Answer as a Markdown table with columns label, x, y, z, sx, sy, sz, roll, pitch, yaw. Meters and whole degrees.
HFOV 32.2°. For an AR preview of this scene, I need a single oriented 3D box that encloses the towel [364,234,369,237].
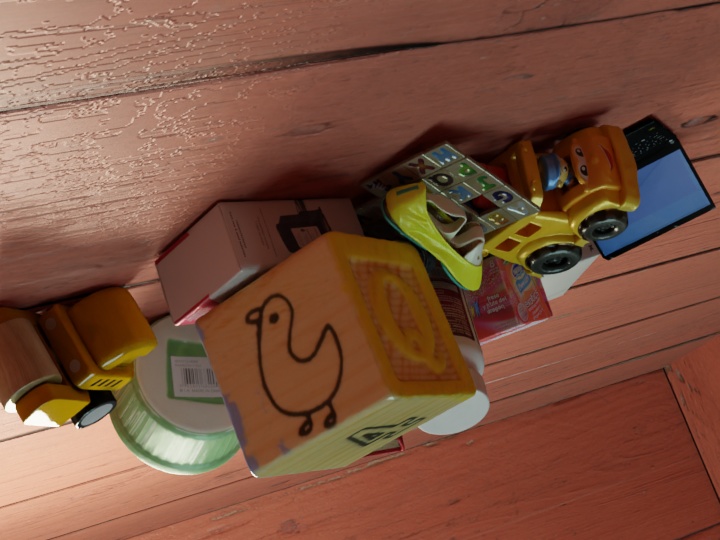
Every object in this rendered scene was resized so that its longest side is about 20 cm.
| label | x | y | z | sx | sy | sz | roll | pitch | yaw |
| --- | --- | --- | --- | --- | --- | --- | --- | --- | --- |
| towel | -0.072 | -0.003 | 1.607 | 0.198 | 0.023 | 0.143 | -27 | 163 | 16 |

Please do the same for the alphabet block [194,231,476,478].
| label | x | y | z | sx | sy | sz | roll | pitch | yaw |
| --- | --- | --- | --- | --- | --- | --- | --- | --- | --- |
| alphabet block | -0.025 | 0.094 | 1.357 | 0.199 | 0.197 | 0.195 | -33 | 162 | 26 |

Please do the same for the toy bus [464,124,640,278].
| label | x | y | z | sx | sy | sz | roll | pitch | yaw |
| --- | --- | --- | --- | --- | --- | --- | --- | --- | --- |
| toy bus | 0.206 | -0.096 | 1.499 | 0.190 | 0.138 | 0.200 | 12 | 147 | -34 |

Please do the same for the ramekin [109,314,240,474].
| label | x | y | z | sx | sy | sz | roll | pitch | yaw |
| --- | --- | --- | --- | --- | --- | --- | --- | --- | --- |
| ramekin | -0.222 | 0.153 | 1.621 | 0.198 | 0.202 | 0.098 | -11 | 156 | -31 |

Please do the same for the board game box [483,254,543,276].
| label | x | y | z | sx | sy | sz | roll | pitch | yaw |
| --- | --- | --- | --- | --- | --- | --- | --- | --- | --- |
| board game box | 0.141 | 0.008 | 1.768 | 0.199 | 0.106 | 0.102 | -31 | 162 | 35 |

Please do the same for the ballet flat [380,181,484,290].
| label | x | y | z | sx | sy | sz | roll | pitch | yaw |
| --- | --- | --- | --- | --- | --- | --- | --- | --- | --- |
| ballet flat | 0.103 | -0.040 | 1.431 | 0.067 | 0.067 | 0.200 | -29 | 136 | 23 |

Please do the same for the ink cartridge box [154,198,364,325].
| label | x | y | z | sx | sy | sz | roll | pitch | yaw |
| --- | --- | --- | --- | --- | --- | --- | --- | --- | --- |
| ink cartridge box | -0.108 | -0.011 | 1.413 | 0.198 | 0.085 | 0.144 | -5 | 158 | -44 |

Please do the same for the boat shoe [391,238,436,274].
| label | x | y | z | sx | sy | sz | roll | pitch | yaw |
| --- | --- | --- | --- | --- | --- | --- | --- | --- | --- |
| boat shoe | 0.000 | 0.000 | 1.501 | 0.198 | 0.075 | 0.060 | -15 | 174 | 35 |

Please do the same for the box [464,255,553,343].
| label | x | y | z | sx | sy | sz | roll | pitch | yaw |
| --- | --- | --- | --- | --- | --- | --- | --- | --- | --- |
| box | 0.138 | 0.054 | 1.643 | 0.198 | 0.096 | 0.102 | -24 | 169 | 36 |

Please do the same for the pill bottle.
| label | x | y | z | sx | sy | sz | roll | pitch | yaw |
| --- | --- | --- | --- | --- | --- | --- | --- | --- | --- |
| pill bottle | 0.087 | 0.087 | 1.495 | 0.108 | 0.202 | 0.110 | -8 | 140 | -7 |

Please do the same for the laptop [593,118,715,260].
| label | x | y | z | sx | sy | sz | roll | pitch | yaw |
| --- | --- | --- | --- | --- | --- | --- | --- | --- | --- |
| laptop | 0.361 | -0.104 | 1.685 | 0.176 | 0.105 | 0.199 | -28 | 163 | 22 |

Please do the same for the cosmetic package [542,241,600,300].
| label | x | y | z | sx | sy | sz | roll | pitch | yaw |
| --- | --- | --- | --- | --- | --- | --- | --- | --- | --- |
| cosmetic package | 0.284 | -0.011 | 1.932 | 0.106 | 0.086 | 0.200 | -18 | 164 | -14 |

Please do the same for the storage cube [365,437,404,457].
| label | x | y | z | sx | sy | sz | roll | pitch | yaw |
| --- | --- | --- | --- | --- | --- | --- | --- | --- | --- |
| storage cube | -0.041 | 0.154 | 1.628 | 0.168 | 0.183 | 0.200 | -10 | 168 | 2 |

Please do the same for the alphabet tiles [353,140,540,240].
| label | x | y | z | sx | sy | sz | roll | pitch | yaw |
| --- | --- | --- | --- | --- | --- | --- | --- | --- | --- |
| alphabet tiles | 0.080 | -0.074 | 1.440 | 0.166 | 0.008 | 0.199 | 29 | 143 | -35 |

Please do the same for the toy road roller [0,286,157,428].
| label | x | y | z | sx | sy | sz | roll | pitch | yaw |
| --- | --- | --- | --- | --- | --- | --- | --- | --- | --- |
| toy road roller | -0.323 | 0.087 | 1.410 | 0.145 | 0.124 | 0.200 | -38 | 164 | 11 |
